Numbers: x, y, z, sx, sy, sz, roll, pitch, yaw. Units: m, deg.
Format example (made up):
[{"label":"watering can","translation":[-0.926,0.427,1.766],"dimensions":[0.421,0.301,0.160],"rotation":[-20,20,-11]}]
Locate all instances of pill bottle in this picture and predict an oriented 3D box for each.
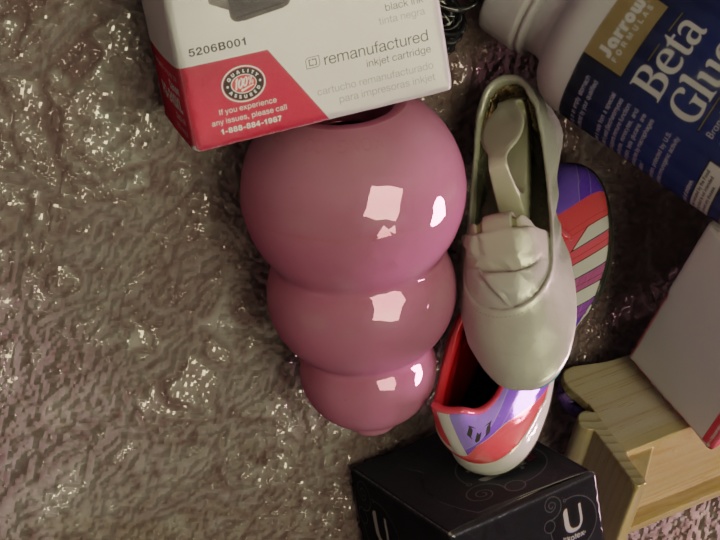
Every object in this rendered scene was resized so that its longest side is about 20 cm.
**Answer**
[{"label":"pill bottle","translation":[0.169,-0.116,1.193],"dimensions":[0.199,0.111,0.111],"rotation":[35,74,12]}]

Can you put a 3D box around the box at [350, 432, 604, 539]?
[{"label":"box","translation":[0.080,0.207,1.275],"dimensions":[0.105,0.122,0.201],"rotation":[-20,114,-24]}]

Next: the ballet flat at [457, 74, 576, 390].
[{"label":"ballet flat","translation":[0.082,-0.028,1.189],"dimensions":[0.069,0.069,0.201],"rotation":[33,44,-33]}]

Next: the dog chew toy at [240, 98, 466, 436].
[{"label":"dog chew toy","translation":[0.000,0.000,1.176],"dimensions":[0.124,0.124,0.201],"rotation":[-20,121,-25]}]

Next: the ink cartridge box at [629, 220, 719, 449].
[{"label":"ink cartridge box","translation":[0.277,0.000,1.301],"dimensions":[0.199,0.085,0.146],"rotation":[-28,156,-32]}]

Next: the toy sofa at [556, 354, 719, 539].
[{"label":"toy sofa","translation":[0.216,0.099,1.359],"dimensions":[0.199,0.098,0.083],"rotation":[-18,143,-26]}]

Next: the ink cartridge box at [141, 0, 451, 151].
[{"label":"ink cartridge box","translation":[-0.045,-0.181,1.089],"dimensions":[0.144,0.083,0.201],"rotation":[-14,111,-10]}]

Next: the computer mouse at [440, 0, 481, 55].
[{"label":"computer mouse","translation":[0.056,-0.233,1.184],"dimensions":[0.200,0.053,0.138],"rotation":[-49,121,2]}]

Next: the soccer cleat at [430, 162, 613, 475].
[{"label":"soccer cleat","translation":[0.093,0.017,1.233],"dimensions":[0.073,0.068,0.201],"rotation":[50,57,-53]}]
